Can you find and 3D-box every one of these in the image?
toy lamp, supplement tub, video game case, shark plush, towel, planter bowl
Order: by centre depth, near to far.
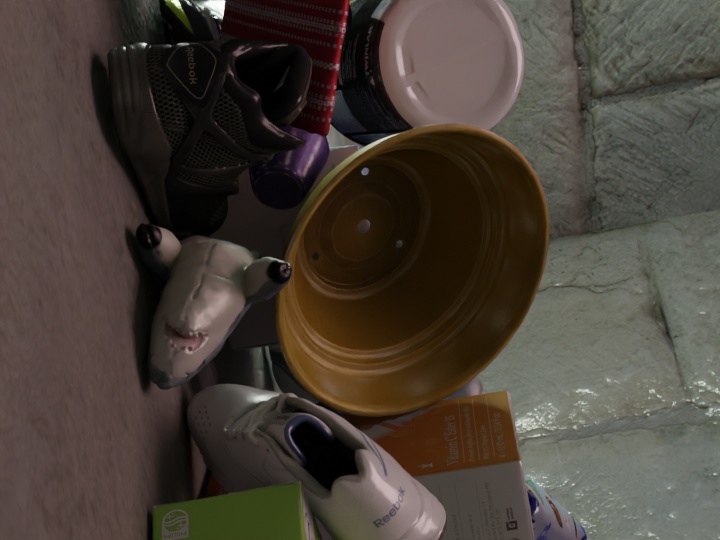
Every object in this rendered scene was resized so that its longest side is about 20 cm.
[{"bbox_3d":[-0.104,0.020,0.916,0.200,0.090,0.084,-158,-97,-78],"label":"shark plush"},{"bbox_3d":[-0.040,-0.195,0.943,0.144,0.022,0.203,24,-73,55],"label":"towel"},{"bbox_3d":[0.018,-0.014,0.977,0.083,0.199,0.202,42,-28,50],"label":"planter bowl"},{"bbox_3d":[-0.043,-0.120,1.034,0.201,0.057,0.059,-84,165,-46],"label":"toy lamp"},{"bbox_3d":[0.000,0.000,1.134,0.200,0.045,0.184,-39,120,-84],"label":"video game case"},{"bbox_3d":[0.035,-0.156,1.160,0.200,0.121,0.124,-167,-114,-71],"label":"supplement tub"}]

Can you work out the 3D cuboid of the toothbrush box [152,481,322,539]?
[{"bbox_3d":[-0.050,0.236,0.777,0.146,0.085,0.202,75,8,-49],"label":"toothbrush box"}]

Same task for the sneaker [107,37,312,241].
[{"bbox_3d":[-0.079,-0.076,0.913,0.200,0.113,0.077,82,0,-65],"label":"sneaker"}]

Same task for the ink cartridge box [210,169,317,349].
[{"bbox_3d":[-0.068,-0.047,1.177,0.200,0.083,0.146,-89,169,-69],"label":"ink cartridge box"}]

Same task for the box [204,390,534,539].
[{"bbox_3d":[0.009,0.156,0.969,0.125,0.197,0.099,-86,166,-74],"label":"box"}]

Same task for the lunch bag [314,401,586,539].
[{"bbox_3d":[0.059,0.175,1.176,0.125,0.199,0.170,-56,151,-4],"label":"lunch bag"}]

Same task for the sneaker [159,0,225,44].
[{"bbox_3d":[-0.096,-0.170,1.097,0.200,0.080,0.075,-80,159,-78],"label":"sneaker"}]

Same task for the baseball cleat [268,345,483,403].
[{"bbox_3d":[0.003,0.074,1.268,0.070,0.198,0.107,-56,139,-46],"label":"baseball cleat"}]

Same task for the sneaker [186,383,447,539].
[{"bbox_3d":[-0.035,0.099,0.861,0.199,0.075,0.087,19,-29,45],"label":"sneaker"}]
